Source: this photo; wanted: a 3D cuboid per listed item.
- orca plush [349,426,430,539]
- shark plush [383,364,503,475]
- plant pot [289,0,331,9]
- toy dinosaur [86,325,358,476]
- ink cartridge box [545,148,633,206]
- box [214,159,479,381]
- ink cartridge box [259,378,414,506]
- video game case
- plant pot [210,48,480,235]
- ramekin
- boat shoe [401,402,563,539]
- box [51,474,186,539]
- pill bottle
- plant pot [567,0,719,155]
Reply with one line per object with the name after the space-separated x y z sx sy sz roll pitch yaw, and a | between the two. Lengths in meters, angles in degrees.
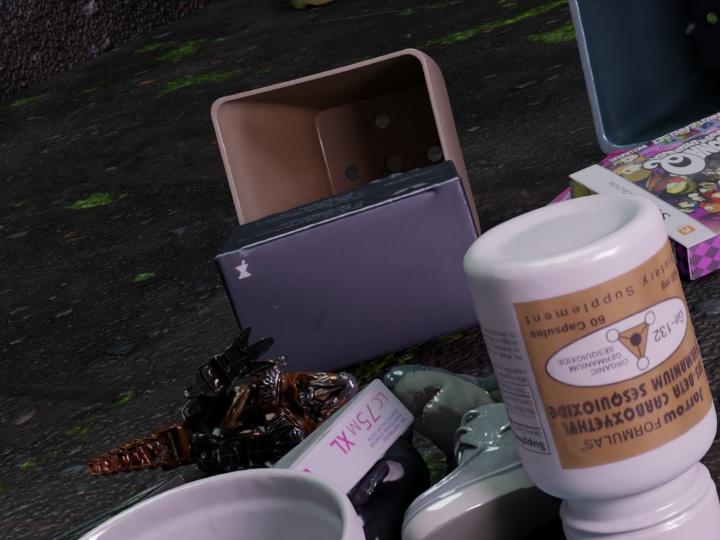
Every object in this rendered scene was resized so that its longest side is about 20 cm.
0.021 0.167 1.262 0.105 0.071 0.200 -61 -5 14 | orca plush
0.067 0.081 1.364 0.083 0.091 0.200 26 13 8 | shark plush
-0.080 -0.544 3.457 0.200 0.185 0.200 -16 16 5 | plant pot
-0.092 0.117 1.493 0.200 0.102 0.136 -39 -2 -20 | toy dinosaur
0.244 -0.076 1.828 0.094 0.037 0.200 -5 19 37 | ink cartridge box
0.000 0.000 1.642 0.196 0.118 0.200 -18 6 3 | box
-0.057 0.150 1.270 0.119 0.042 0.200 -43 2 -41 | ink cartridge box
0.299 -0.072 1.684 0.200 0.036 0.181 -23 29 -17 | video game case
0.006 -0.086 1.862 0.199 0.200 0.177 -13 5 17 | plant pot
-0.078 0.203 1.091 0.200 0.105 0.200 -19 23 8 | ramekin
0.093 0.114 1.252 0.200 0.070 0.072 -23 58 -33 | boat shoe
-0.213 0.209 1.251 0.193 0.048 0.200 -36 3 -43 | box
0.137 0.068 1.159 0.114 0.201 0.114 -16 16 5 | pill bottle
0.337 -0.237 1.992 0.196 0.196 0.200 -8 11 32 | plant pot
